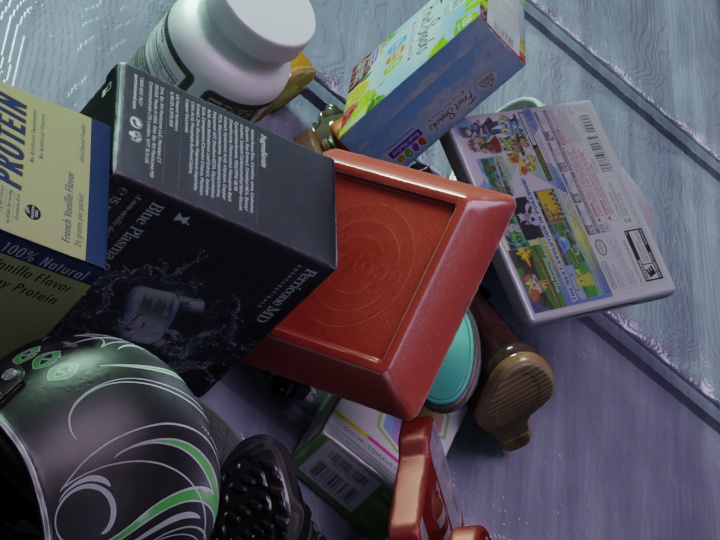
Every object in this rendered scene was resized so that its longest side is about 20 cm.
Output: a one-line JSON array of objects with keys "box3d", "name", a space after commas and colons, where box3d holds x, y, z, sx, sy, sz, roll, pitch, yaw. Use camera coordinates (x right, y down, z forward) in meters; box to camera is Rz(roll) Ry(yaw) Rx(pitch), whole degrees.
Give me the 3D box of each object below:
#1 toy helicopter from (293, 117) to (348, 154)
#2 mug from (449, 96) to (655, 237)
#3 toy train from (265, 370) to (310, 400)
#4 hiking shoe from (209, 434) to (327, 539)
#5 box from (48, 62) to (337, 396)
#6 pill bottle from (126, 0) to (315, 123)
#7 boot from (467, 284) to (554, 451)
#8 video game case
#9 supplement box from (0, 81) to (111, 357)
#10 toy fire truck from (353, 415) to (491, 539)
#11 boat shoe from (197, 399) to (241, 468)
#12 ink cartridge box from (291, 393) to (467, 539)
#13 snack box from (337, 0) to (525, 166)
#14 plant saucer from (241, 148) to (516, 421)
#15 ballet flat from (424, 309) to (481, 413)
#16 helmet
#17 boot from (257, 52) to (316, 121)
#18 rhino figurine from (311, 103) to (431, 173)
[{"box3d": [-0.002, -0.034, 1.802, 0.201, 0.079, 0.132, 61, 3, -10], "name": "toy helicopter"}, {"box3d": [0.185, -0.068, 1.994, 0.175, 0.148, 0.200, 32, 9, -23], "name": "mug"}, {"box3d": [-0.068, 0.024, 1.747, 0.046, 0.034, 0.201, 13, 48, -22], "name": "toy train"}, {"box3d": [-0.055, 0.221, 1.536, 0.101, 0.075, 0.201, -5, 86, -65], "name": "hiking shoe"}, {"box3d": [-0.152, -0.026, 1.576, 0.199, 0.197, 0.118, 23, 44, -28], "name": "box"}, {"box3d": [-0.130, -0.163, 1.717, 0.115, 0.200, 0.116, 25, 43, -26], "name": "pill bottle"}, {"box3d": [0.101, 0.057, 1.771, 0.072, 0.200, 0.167, -22, 69, -7], "name": "boot"}, {"box3d": [0.176, -0.053, 1.833, 0.182, 0.022, 0.201, -10, 71, -37], "name": "video game case"}, {"box3d": [-0.308, -0.030, 1.430, 0.199, 0.200, 0.135, 22, 44, -28], "name": "supplement box"}, {"box3d": [0.062, 0.234, 1.579, 0.168, 0.112, 0.201, -76, 152, -55], "name": "toy fire truck"}, {"box3d": [-0.165, 0.129, 1.543, 0.201, 0.065, 0.075, 28, 39, -28], "name": "boat shoe"}, {"box3d": [0.024, 0.123, 1.722, 0.104, 0.059, 0.200, 41, 38, -7], "name": "ink cartridge box"}, {"box3d": [0.066, -0.181, 1.821, 0.068, 0.168, 0.200, 45, 20, -16], "name": "snack box"}, {"box3d": [0.000, 0.000, 1.645, 0.037, 0.199, 0.201, 41, 71, -51], "name": "plant saucer"}, {"box3d": [0.062, 0.044, 1.724, 0.073, 0.073, 0.201, 13, 47, -35], "name": "ballet flat"}, {"box3d": [-0.188, 0.142, 1.394, 0.190, 0.200, 0.201, -16, 69, -47], "name": "helmet"}, {"box3d": [-0.107, -0.211, 1.839, 0.144, 0.071, 0.201, 53, 3, -4], "name": "boot"}, {"box3d": [0.026, -0.073, 1.899, 0.200, 0.060, 0.087, 47, 34, -1], "name": "rhino figurine"}]
